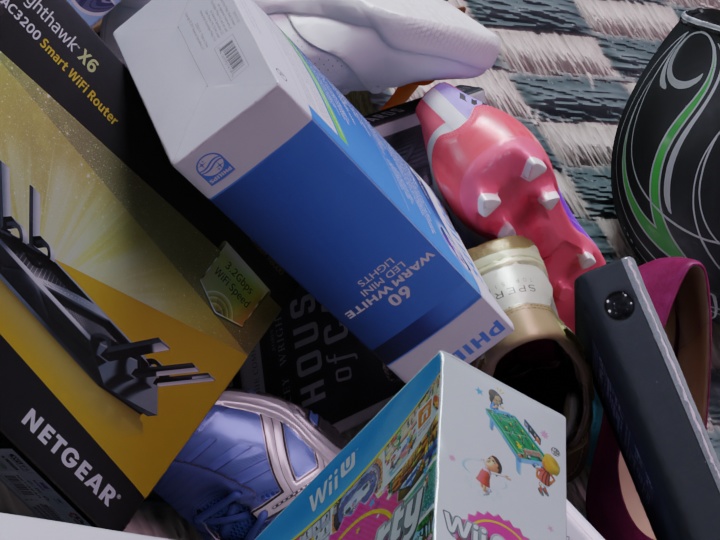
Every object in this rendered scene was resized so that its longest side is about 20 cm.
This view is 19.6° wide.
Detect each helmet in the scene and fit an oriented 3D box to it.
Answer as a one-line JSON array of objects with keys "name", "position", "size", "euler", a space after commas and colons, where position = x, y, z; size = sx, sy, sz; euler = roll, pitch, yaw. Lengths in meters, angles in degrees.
[{"name": "helmet", "position": [0.257, -0.058, 1.334], "size": [0.199, 0.191, 0.200], "euler": [11, 14, -3]}]

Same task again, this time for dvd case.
[{"name": "dvd case", "position": [0.000, 0.000, 1.058], "size": [0.200, 0.025, 0.151], "euler": [-23, 113, -44]}]

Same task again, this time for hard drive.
[{"name": "hard drive", "position": [0.155, 0.105, 1.019], "size": [0.140, 0.033, 0.201], "euler": [69, 1, -74]}]

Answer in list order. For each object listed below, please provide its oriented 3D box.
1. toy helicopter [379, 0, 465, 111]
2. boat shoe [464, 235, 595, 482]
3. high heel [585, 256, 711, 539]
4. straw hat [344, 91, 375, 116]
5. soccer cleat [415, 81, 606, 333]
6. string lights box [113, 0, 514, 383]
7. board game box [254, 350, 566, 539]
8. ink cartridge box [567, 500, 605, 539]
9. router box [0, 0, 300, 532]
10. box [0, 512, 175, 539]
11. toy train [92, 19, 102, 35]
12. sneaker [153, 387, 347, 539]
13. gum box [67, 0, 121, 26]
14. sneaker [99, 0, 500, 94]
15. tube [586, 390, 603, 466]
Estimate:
[{"name": "toy helicopter", "position": [0.016, -0.161, 1.234], "size": [0.079, 0.200, 0.133], "euler": [-34, 101, -15]}, {"name": "boat shoe", "position": [0.084, 0.066, 1.065], "size": [0.200, 0.074, 0.067], "euler": [64, 4, -53]}, {"name": "high heel", "position": [0.166, 0.095, 1.117], "size": [0.067, 0.096, 0.201], "euler": [-7, 78, -29]}, {"name": "straw hat", "position": [-0.042, -0.092, 1.163], "size": [0.085, 0.201, 0.202], "euler": [-16, 57, -4]}, {"name": "soccer cleat", "position": [0.080, -0.020, 1.083], "size": [0.077, 0.067, 0.200], "euler": [54, -4, 36]}, {"name": "string lights box", "position": [-0.017, -0.038, 0.929], "size": [0.200, 0.059, 0.103], "euler": [45, 12, -42]}, {"name": "board game box", "position": [0.009, 0.152, 0.743], "size": [0.064, 0.148, 0.200], "euler": [28, 38, -19]}, {"name": "ink cartridge box", "position": [0.100, 0.153, 1.040], "size": [0.198, 0.043, 0.200], "euler": [46, -5, 4]}, {"name": "router box", "position": [-0.136, -0.008, 0.885], "size": [0.200, 0.052, 0.157], "euler": [48, 60, -24]}, {"name": "box", "position": [-0.085, 0.211, 0.805], "size": [0.184, 0.105, 0.200], "euler": [15, 44, -35]}, {"name": "toy train", "position": [-0.113, -0.113, 1.122], "size": [0.200, 0.046, 0.034], "euler": [40, 47, 19]}, {"name": "sneaker", "position": [-0.026, 0.124, 0.973], "size": [0.200, 0.076, 0.077], "euler": [31, 38, -19]}, {"name": "gum box", "position": [-0.150, -0.170, 1.007], "size": [0.045, 0.170, 0.200], "euler": [51, -6, -29]}, {"name": "sneaker", "position": [-0.032, -0.105, 1.041], "size": [0.199, 0.089, 0.075], "euler": [7, 18, -12]}, {"name": "tube", "position": [0.086, 0.068, 1.168], "size": [0.199, 0.050, 0.078], "euler": [21, 31, -22]}]
